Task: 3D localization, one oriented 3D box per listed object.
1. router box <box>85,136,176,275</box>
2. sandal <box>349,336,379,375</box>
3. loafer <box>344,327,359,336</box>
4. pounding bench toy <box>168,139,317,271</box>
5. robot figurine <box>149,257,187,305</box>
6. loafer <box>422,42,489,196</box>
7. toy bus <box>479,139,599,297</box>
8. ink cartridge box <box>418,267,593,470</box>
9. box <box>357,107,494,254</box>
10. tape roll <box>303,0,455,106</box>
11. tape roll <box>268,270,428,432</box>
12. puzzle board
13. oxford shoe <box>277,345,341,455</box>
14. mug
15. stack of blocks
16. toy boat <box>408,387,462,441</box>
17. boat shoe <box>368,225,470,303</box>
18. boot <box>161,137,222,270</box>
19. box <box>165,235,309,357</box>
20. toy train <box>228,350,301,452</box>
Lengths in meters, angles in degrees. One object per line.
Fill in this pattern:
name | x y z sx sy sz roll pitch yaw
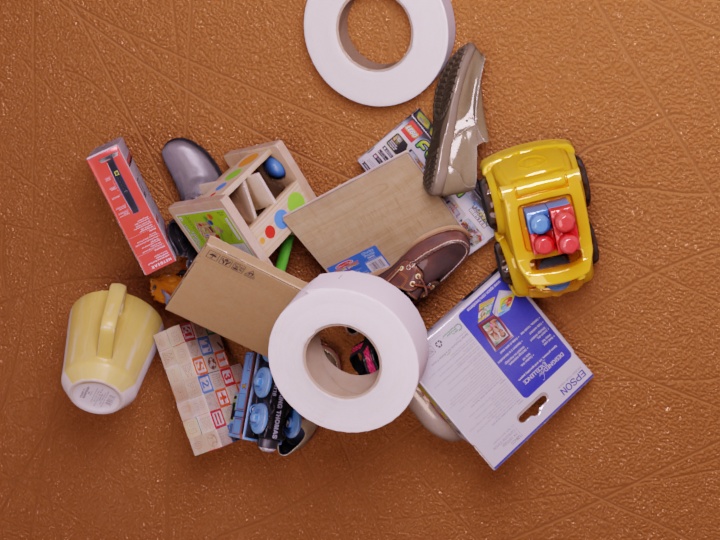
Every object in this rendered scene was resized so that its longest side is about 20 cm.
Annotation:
router box | -0.330 -0.099 1.493 0.049 0.200 0.180 -26 104 -6
sandal | 0.014 0.134 1.407 0.075 0.045 0.200 46 143 38
loafer | 0.000 0.000 1.480 0.072 0.063 0.201 7 116 19
pounding bench toy | -0.135 -0.060 1.449 0.124 0.156 0.200 -4 126 46
robot figurine | -0.207 0.040 1.544 0.200 0.145 0.058 23 126 21
loafer | 0.130 -0.189 1.317 0.067 0.076 0.201 12 93 -17
toy bus | 0.235 -0.043 1.277 0.135 0.192 0.201 -14 111 4
ink cartridge box | 0.185 0.133 1.416 0.198 0.047 0.200 -40 97 -10
box | 0.101 -0.109 1.405 0.110 0.035 0.200 -36 96 31
tape roll | 0.024 -0.316 1.340 0.202 0.037 0.203 8 115 18
tape roll | -0.015 0.104 1.328 0.202 0.071 0.203 5 111 14
puzzle board | 0.018 -0.064 1.392 0.200 0.017 0.151 -26 124 21
oxford shoe | -0.081 0.208 1.602 0.071 0.074 0.201 22 120 11
mug | -0.398 0.124 1.578 0.149 0.153 0.187 -11 133 14
stack of blocks | -0.240 0.178 1.627 0.058 0.115 0.201 -22 85 29
toy boat | 0.115 0.145 1.484 0.131 0.131 0.200 -37 97 2
boat shoe | 0.070 0.015 1.402 0.200 0.070 0.070 -36 124 27
boot | -0.244 -0.092 1.495 0.070 0.132 0.200 -28 101 30
box | -0.149 0.047 1.406 0.200 0.021 0.164 27 136 -15
toy train | -0.138 0.173 1.564 0.114 0.086 0.201 -5 75 57
